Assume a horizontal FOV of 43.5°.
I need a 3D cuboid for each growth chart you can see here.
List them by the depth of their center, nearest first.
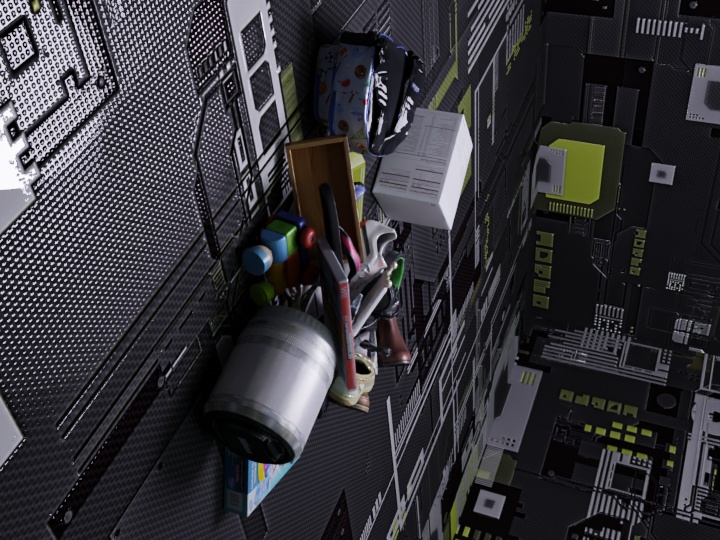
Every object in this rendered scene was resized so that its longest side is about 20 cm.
[{"bbox_3d":[0.014,0.057,1.535,0.146,0.018,0.200,-55,-178,9],"label":"growth chart"}]

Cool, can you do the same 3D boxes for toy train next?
[{"bbox_3d":[-0.128,0.019,1.412,0.116,0.084,0.202,-42,142,-42],"label":"toy train"}]

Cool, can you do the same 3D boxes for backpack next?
[{"bbox_3d":[0.005,-0.287,1.497,0.199,0.152,0.194,-1,94,-64],"label":"backpack"}]

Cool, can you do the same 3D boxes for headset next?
[{"bbox_3d":[0.052,0.063,1.761,0.202,0.093,0.124,-67,163,-10],"label":"headset"}]

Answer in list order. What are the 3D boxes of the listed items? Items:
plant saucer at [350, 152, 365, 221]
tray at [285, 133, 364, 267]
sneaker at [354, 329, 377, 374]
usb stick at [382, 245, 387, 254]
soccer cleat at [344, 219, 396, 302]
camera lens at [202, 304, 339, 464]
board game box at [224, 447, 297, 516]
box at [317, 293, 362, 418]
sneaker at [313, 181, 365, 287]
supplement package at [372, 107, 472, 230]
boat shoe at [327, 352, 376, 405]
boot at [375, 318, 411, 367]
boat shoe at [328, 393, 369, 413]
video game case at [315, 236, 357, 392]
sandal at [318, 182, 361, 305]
[{"bbox_3d":[-0.041,-0.116,1.616,0.200,0.047,0.203,-40,138,-61],"label":"plant saucer"},{"bbox_3d":[-0.056,-0.109,1.438,0.037,0.097,0.203,-106,-173,-71],"label":"tray"},{"bbox_3d":[-0.006,0.166,1.854,0.200,0.079,0.078,-82,168,-87],"label":"sneaker"},{"bbox_3d":[0.012,-0.009,1.852,0.201,0.032,0.056,-61,153,-42],"label":"usb stick"},{"bbox_3d":[0.000,0.000,1.599,0.202,0.084,0.069,-66,153,-22],"label":"soccer cleat"},{"bbox_3d":[-0.132,0.175,1.353,0.161,0.158,0.202,76,32,-51],"label":"camera lens"},{"bbox_3d":[-0.159,0.290,1.512,0.200,0.046,0.153,-39,137,-61],"label":"board game box"},{"bbox_3d":[-0.055,0.154,1.675,0.161,0.043,0.202,102,8,-62],"label":"box"},{"bbox_3d":[-0.041,-0.059,1.510,0.201,0.078,0.075,-59,-177,19],"label":"sneaker"},{"bbox_3d":[0.134,-0.216,1.902,0.152,0.149,0.203,52,52,-66],"label":"supplement package"},{"bbox_3d":[-0.008,0.184,1.652,0.064,0.073,0.201,-66,170,15],"label":"boat shoe"},{"bbox_3d":[0.064,0.093,1.871,0.188,0.067,0.203,-113,-159,-83],"label":"boot"},{"bbox_3d":[-0.024,0.229,1.744,0.200,0.071,0.069,179,-69,-74],"label":"boat shoe"},{"bbox_3d":[-0.037,0.068,1.409,0.143,0.017,0.202,-120,-159,-57],"label":"video game case"},{"bbox_3d":[-0.026,-0.039,1.409,0.075,0.044,0.203,-139,-141,-70],"label":"sandal"}]
